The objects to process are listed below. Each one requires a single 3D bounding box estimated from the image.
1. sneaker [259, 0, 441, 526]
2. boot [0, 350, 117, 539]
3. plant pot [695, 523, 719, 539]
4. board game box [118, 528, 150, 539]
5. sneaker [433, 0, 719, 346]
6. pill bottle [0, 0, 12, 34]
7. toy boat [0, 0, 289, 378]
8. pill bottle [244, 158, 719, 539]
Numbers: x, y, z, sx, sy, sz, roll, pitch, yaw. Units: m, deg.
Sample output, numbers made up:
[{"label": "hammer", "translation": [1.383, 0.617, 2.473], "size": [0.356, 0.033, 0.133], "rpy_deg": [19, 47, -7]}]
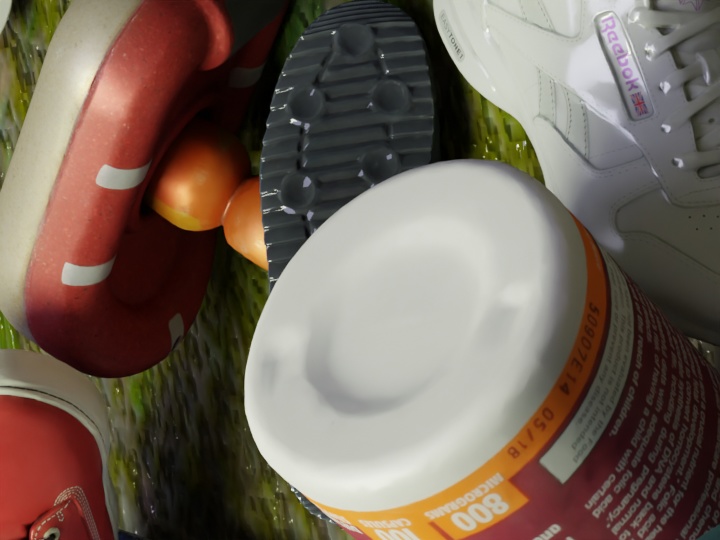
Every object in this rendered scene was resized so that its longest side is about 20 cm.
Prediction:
[{"label": "sneaker", "translation": [0.000, 0.000, 1.001], "size": [0.070, 0.082, 0.200], "rpy_deg": [2, 81, 11]}, {"label": "boot", "translation": [-0.135, 0.129, 1.058], "size": [0.200, 0.072, 0.144], "rpy_deg": [78, -172, -60]}, {"label": "plant pot", "translation": [0.161, 0.138, 0.709], "size": [0.200, 0.161, 0.201], "rpy_deg": [12, 115, 29]}, {"label": "board game box", "translation": [-0.088, 0.223, 1.128], "size": [0.200, 0.041, 0.200], "rpy_deg": [10, 79, 52]}, {"label": "sneaker", "translation": [0.092, -0.059, 0.847], "size": [0.200, 0.075, 0.100], "rpy_deg": [56, 140, 28]}, {"label": "pill bottle", "translation": [-0.249, -0.157, 1.262], "size": [0.200, 0.104, 0.104], "rpy_deg": [30, 122, 47]}, {"label": "toy boat", "translation": [-0.063, -0.035, 1.051], "size": [0.131, 0.131, 0.200], "rpy_deg": [32, 130, 10]}, {"label": "pill bottle", "translation": [0.064, 0.065, 0.805], "size": [0.114, 0.200, 0.114], "rpy_deg": [-24, 44, 25]}]
